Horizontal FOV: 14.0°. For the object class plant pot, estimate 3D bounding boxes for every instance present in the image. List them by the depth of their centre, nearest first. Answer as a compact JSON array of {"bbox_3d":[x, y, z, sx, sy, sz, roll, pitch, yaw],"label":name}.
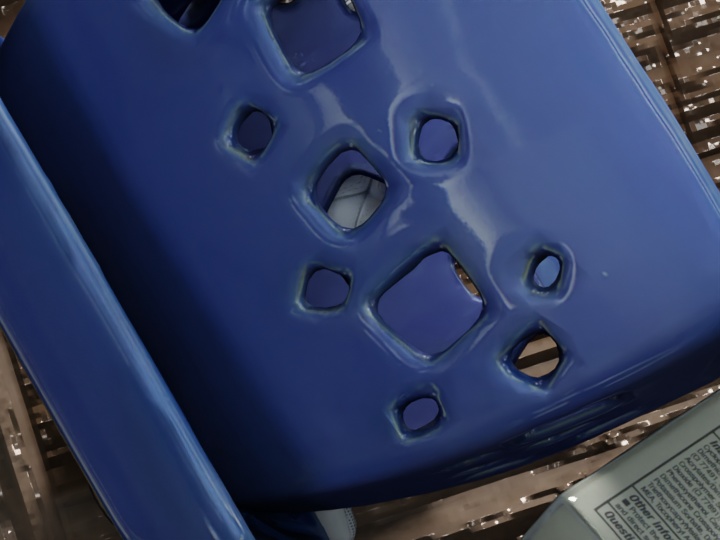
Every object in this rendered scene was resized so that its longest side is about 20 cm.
[{"bbox_3d":[-0.011,-0.021,0.824,0.179,0.200,0.201,-31,83,2],"label":"plant pot"}]

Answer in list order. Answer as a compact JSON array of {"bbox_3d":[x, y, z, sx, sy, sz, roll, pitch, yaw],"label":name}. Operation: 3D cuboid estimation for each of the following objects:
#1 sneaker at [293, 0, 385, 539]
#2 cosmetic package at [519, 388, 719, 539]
[{"bbox_3d":[0.000,0.000,0.954,0.115,0.075,0.200,36,79,2],"label":"sneaker"},{"bbox_3d":[0.133,0.088,0.894,0.199,0.087,0.104,-26,69,-41],"label":"cosmetic package"}]
